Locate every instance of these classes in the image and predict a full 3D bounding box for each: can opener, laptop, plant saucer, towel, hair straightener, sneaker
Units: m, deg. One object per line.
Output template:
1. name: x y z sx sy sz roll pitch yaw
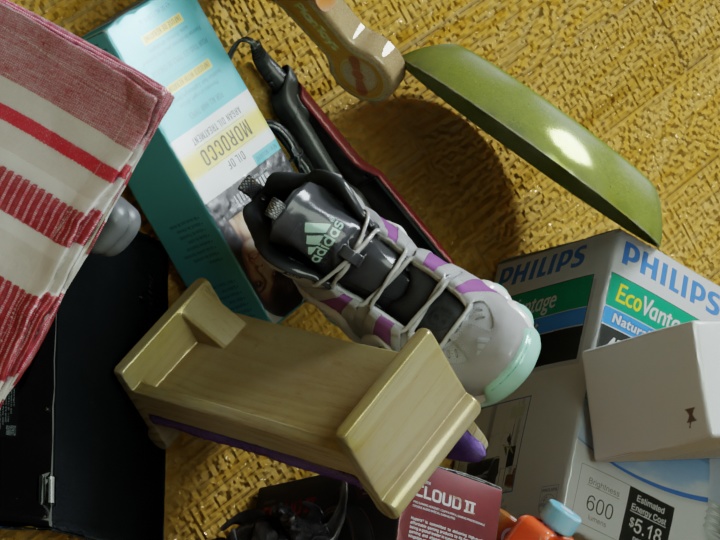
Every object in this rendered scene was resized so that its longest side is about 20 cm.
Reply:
1. can opener: -0.209 -0.068 1.513 0.200 0.053 0.067 34 95 8
2. laptop: -0.200 0.058 1.558 0.200 0.116 0.188 2 76 -10
3. plant saucer: 0.112 -0.084 1.728 0.200 0.200 0.031 36 90 -26
4. towel: -0.206 -0.041 1.471 0.144 0.023 0.200 28 87 8
5. hair straightener: -0.024 -0.054 1.708 0.077 0.041 0.200 -45 107 -36
6. sneaker: 0.000 0.000 1.537 0.140 0.200 0.078 41 80 -43

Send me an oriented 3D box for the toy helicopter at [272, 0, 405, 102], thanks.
1. toy helicopter: -0.038 -0.181 1.666 0.200 0.132 0.079 47 51 -20

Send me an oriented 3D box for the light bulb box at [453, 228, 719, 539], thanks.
1. light bulb box: 0.176 0.109 1.772 0.198 0.125 0.200 26 65 -30

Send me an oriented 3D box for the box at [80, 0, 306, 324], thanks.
1. box: -0.092 -0.063 1.644 0.082 0.049 0.200 -40 104 -45

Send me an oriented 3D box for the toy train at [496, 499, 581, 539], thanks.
1. toy train: 0.066 0.212 1.644 0.200 0.056 0.150 -57 158 9

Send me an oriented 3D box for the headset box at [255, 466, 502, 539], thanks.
1. headset box: -0.001 0.198 1.595 0.075 0.149 0.200 22 67 -32

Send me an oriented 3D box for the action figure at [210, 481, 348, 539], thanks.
1. action figure: -0.072 0.197 1.535 0.200 0.119 0.102 -32 83 -11

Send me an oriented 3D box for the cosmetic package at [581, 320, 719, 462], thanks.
1. cosmetic package: 0.242 0.072 1.687 0.200 0.101 0.071 1 78 -39

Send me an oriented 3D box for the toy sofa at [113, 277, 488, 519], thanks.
1. toy sofa: -0.032 0.078 1.543 0.083 0.200 0.098 -49 129 -26
